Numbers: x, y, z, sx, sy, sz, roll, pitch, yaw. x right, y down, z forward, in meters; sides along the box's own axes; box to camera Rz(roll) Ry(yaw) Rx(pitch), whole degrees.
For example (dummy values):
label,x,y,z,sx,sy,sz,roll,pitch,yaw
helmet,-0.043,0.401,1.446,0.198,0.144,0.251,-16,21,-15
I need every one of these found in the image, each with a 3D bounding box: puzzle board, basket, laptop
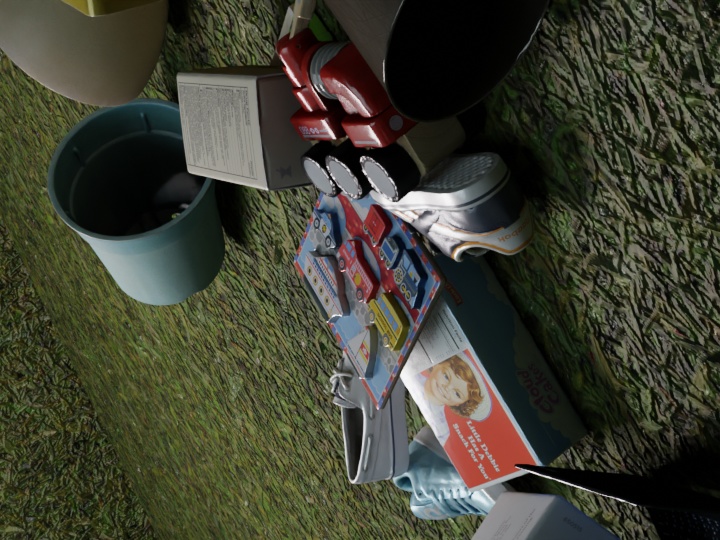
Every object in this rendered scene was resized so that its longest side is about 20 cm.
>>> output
label,x,y,z,sx,sy,sz,roll,pitch,yaw
puzzle board,0.000,0.000,1.308,0.200,0.017,0.151,59,136,40
basket,0.019,-0.230,1.007,0.200,0.136,0.181,52,157,29
laptop,0.239,0.221,1.141,0.201,0.103,0.177,65,160,-14

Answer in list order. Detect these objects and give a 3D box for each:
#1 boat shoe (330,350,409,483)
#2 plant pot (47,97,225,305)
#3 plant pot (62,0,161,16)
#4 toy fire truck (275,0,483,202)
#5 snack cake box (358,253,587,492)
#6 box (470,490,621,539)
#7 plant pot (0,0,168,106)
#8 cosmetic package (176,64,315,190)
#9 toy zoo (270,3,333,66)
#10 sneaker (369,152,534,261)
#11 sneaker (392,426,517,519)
label,x,y,z,sx,sy,sz,roll,pitch,yaw
boat shoe,0.003,0.119,1.488,0.073,0.065,0.201,10,112,64
plant pot,-0.254,-0.068,1.792,0.200,0.200,0.196,48,164,29
plant pot,-0.192,-0.346,1.269,0.200,0.199,0.177,34,137,49
toy fire truck,-0.006,-0.174,1.184,0.200,0.129,0.176,56,162,-19
snack cake box,0.097,0.085,1.301,0.115,0.067,0.201,-32,89,52
box,0.161,0.314,1.201,0.200,0.199,0.171,36,168,-5
plant pot,-0.283,-0.295,1.578,0.135,0.200,0.201,-47,71,32
cosmetic package,-0.091,-0.135,1.357,0.200,0.087,0.104,20,117,62
toy zoo,-0.015,-0.136,1.361,0.200,0.020,0.131,56,159,10
sneaker,0.070,-0.053,1.196,0.080,0.078,0.200,55,169,-21
sneaker,0.096,0.225,1.488,0.074,0.082,0.200,40,173,-23
